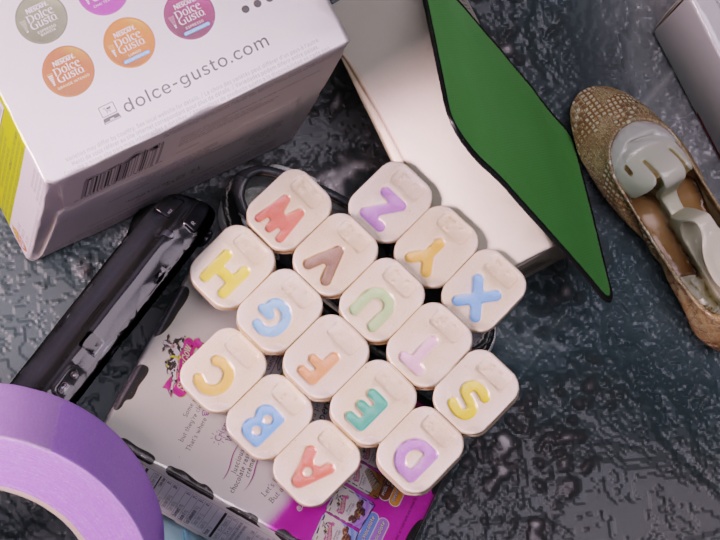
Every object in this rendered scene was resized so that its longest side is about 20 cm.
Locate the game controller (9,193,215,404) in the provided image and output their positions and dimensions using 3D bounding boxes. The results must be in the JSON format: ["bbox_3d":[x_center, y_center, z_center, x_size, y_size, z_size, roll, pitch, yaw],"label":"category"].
[{"bbox_3d":[-0.163,0.035,1.546,0.042,0.104,0.200,40,75,-9],"label":"game controller"}]

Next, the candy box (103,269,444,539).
[{"bbox_3d":[-0.052,0.107,1.556,0.199,0.061,0.137,31,57,-3],"label":"candy box"}]

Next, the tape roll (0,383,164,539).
[{"bbox_3d":[-0.214,0.168,1.473,0.198,0.066,0.201,1,116,1],"label":"tape roll"}]

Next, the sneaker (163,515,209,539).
[{"bbox_3d":[-0.070,0.208,1.538,0.199,0.082,0.074,36,74,-1],"label":"sneaker"}]

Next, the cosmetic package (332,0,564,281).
[{"bbox_3d":[0.060,-0.089,1.604,0.073,0.103,0.201,-29,82,17],"label":"cosmetic package"}]

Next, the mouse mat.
[{"bbox_3d":[0.095,-0.086,1.566,0.008,0.200,0.162,-29,42,20],"label":"mouse mat"}]

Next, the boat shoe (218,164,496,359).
[{"bbox_3d":[0.000,0.000,1.604,0.199,0.060,0.076,26,75,-4],"label":"boat shoe"}]

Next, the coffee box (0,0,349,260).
[{"bbox_3d":[-0.151,-0.153,1.537,0.199,0.200,0.199,-26,83,-14],"label":"coffee box"}]

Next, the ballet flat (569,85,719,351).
[{"bbox_3d":[0.207,-0.041,1.648,0.070,0.065,0.201,-34,86,-15],"label":"ballet flat"}]

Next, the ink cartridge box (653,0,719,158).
[{"bbox_3d":[0.320,-0.148,1.681,0.199,0.083,0.146,-26,84,-14],"label":"ink cartridge box"}]

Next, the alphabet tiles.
[{"bbox_3d":[-0.004,0.035,1.524,0.200,0.015,0.196,44,78,10],"label":"alphabet tiles"}]
